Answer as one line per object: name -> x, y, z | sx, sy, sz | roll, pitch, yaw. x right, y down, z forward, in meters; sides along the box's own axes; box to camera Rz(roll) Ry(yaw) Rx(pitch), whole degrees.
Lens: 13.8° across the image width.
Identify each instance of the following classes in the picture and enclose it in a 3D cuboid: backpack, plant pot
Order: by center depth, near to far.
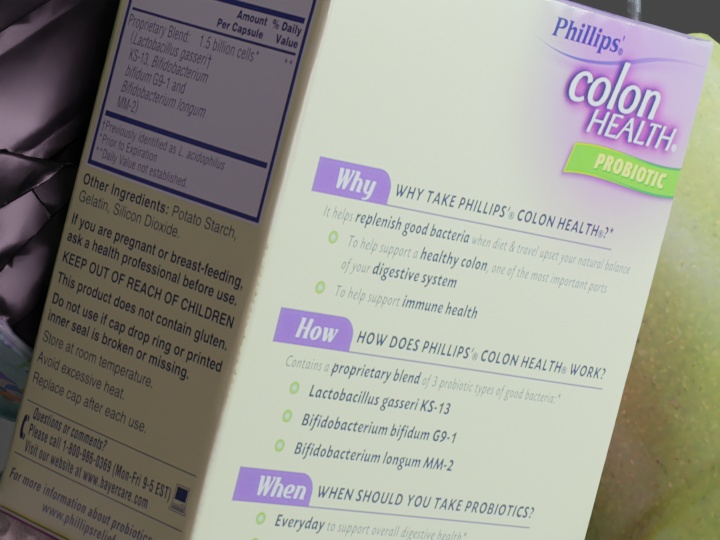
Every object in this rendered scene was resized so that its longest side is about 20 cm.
backpack -> -0.088, -0.049, 1.020 | 0.178, 0.150, 0.200 | 53, 56, -12
plant pot -> 0.124, 0.024, 1.070 | 0.200, 0.200, 0.185 | -26, 75, -27

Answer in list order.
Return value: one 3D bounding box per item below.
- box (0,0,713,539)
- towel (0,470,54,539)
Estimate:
box -> 0.000, 0.000, 0.945 | 0.175, 0.096, 0.201 | 9, 98, -45
towel -> -0.086, 0.178, 0.961 | 0.132, 0.034, 0.201 | 19, 75, -6
